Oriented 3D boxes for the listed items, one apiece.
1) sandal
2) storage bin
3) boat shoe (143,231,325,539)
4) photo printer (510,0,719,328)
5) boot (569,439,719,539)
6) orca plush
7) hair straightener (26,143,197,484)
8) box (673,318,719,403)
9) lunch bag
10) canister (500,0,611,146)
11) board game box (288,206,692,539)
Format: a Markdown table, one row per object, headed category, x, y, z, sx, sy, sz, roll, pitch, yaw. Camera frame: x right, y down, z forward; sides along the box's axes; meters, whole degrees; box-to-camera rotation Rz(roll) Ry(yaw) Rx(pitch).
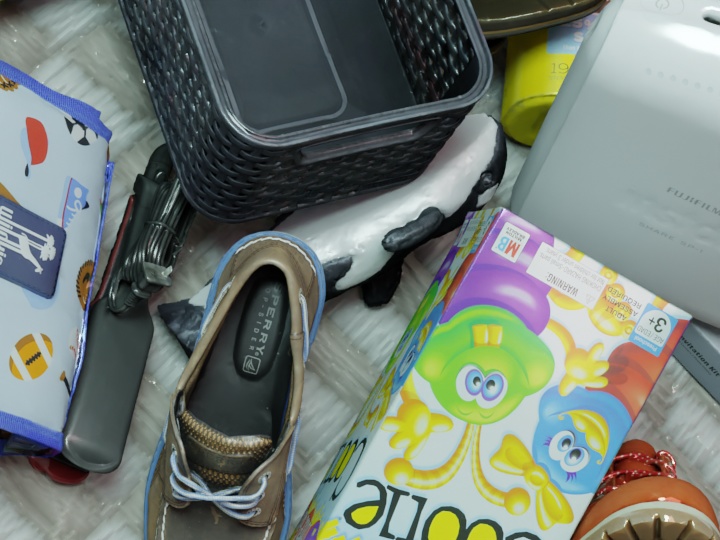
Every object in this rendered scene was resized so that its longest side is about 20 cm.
| category | x | y | z | sx | sy | sz | roll | pitch | yaw |
| --- | --- | --- | --- | --- | --- | --- | --- | --- | --- |
| sandal | 0.036 | -0.129 | 0.864 | 0.199 | 0.055 | 0.082 | -21 | 51 | 3 |
| storage bin | -0.038 | -0.139 | 0.768 | 0.135 | 0.094 | 0.201 | -14 | 75 | -22 |
| boat shoe | -0.065 | 0.080 | 0.742 | 0.072 | 0.072 | 0.201 | 9 | 93 | 2 |
| photo printer | 0.174 | -0.056 | 0.795 | 0.166 | 0.200 | 0.070 | 25 | 62 | 2 |
| boot | 0.130 | 0.122 | 0.771 | 0.075 | 0.200 | 0.108 | 8 | 64 | 2 |
| orca plush | 0.000 | 0.000 | 0.825 | 0.200 | 0.105 | 0.071 | -42 | 125 | -23 |
| hair straightener | -0.102 | 0.007 | 0.782 | 0.041 | 0.077 | 0.201 | 33 | 62 | -25 |
| box | 0.262 | -0.004 | 0.939 | 0.156 | 0.041 | 0.200 | 47 | 63 | -2 |
| lunch bag | -0.217 | -0.012 | 0.718 | 0.199 | 0.124 | 0.171 | 13 | 69 | -18 |
| canister | 0.158 | -0.167 | 0.922 | 0.148 | 0.087 | 0.201 | 9 | 72 | -8 |
| board game box | 0.054 | 0.083 | 0.757 | 0.105 | 0.103 | 0.200 | 29 | 89 | -4 |
